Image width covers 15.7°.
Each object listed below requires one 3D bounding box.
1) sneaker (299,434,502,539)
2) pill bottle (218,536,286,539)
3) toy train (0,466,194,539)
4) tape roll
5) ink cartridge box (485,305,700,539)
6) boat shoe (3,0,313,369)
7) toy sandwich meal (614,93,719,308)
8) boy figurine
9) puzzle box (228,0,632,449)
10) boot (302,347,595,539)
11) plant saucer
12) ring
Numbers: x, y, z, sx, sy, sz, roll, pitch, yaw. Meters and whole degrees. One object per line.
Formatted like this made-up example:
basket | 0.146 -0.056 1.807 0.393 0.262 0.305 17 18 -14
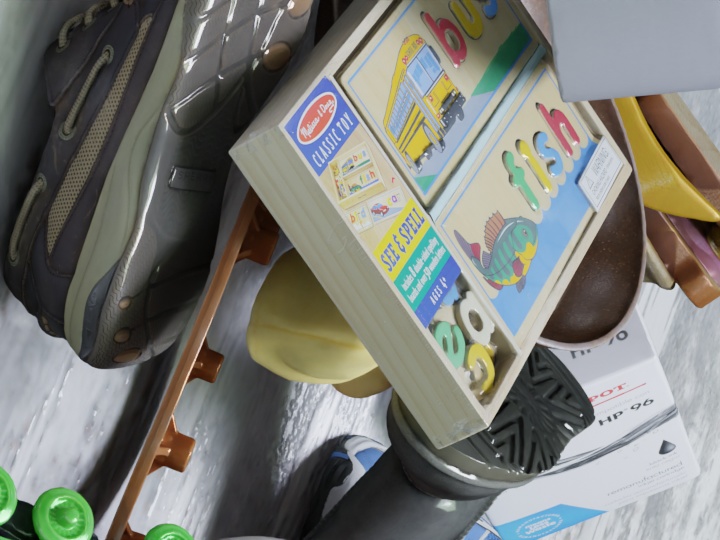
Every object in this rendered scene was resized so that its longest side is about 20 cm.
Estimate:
sneaker | 0.031 0.134 1.290 0.200 0.077 0.076 34 76 -63
pill bottle | -0.053 0.195 1.052 0.112 0.112 0.200 -59 174 -30
toy train | -0.114 0.097 0.847 0.200 0.042 0.057 22 58 -28
tape roll | 0.099 -0.166 0.985 0.200 0.066 0.201 -4 90 -83
ink cartridge box | 0.096 0.061 1.323 0.200 0.116 0.068 59 10 -60
boat shoe | -0.077 -0.067 0.918 0.074 0.073 0.200 15 98 -64
toy sandwich meal | 0.128 -0.076 1.246 0.205 0.070 0.205 61 8 -16
boy figurine | 0.000 0.000 1.074 0.200 0.064 0.125 -66 165 -64
puzzle box | 0.033 -0.041 0.972 0.133 0.025 0.200 54 34 -14
boot | 0.000 0.117 1.122 0.200 0.073 0.182 -39 163 18
plant saucer | 0.044 -0.056 1.052 0.200 0.034 0.201 32 45 -40
ring | -0.066 0.050 0.981 0.200 0.019 0.201 -158 -90 -88
